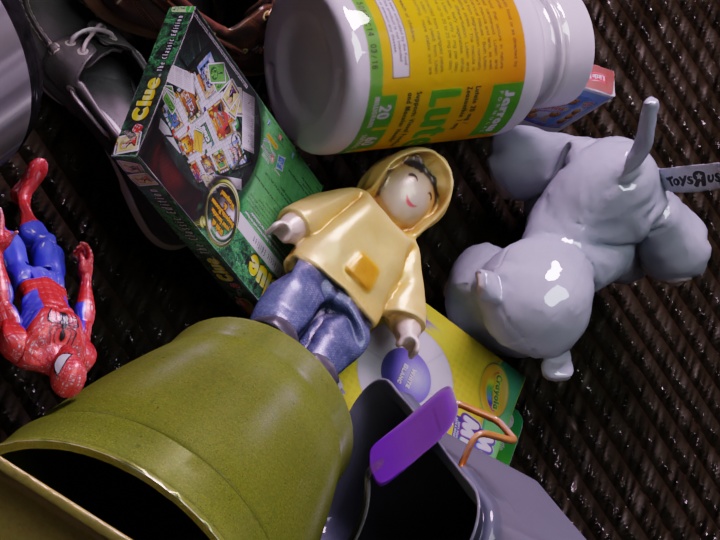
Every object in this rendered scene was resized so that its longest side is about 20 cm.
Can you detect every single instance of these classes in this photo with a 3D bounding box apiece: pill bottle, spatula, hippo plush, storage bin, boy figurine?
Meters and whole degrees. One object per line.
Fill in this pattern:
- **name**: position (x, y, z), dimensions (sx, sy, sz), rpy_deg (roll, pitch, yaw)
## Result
- **pill bottle**: position (0.048, -0.138, 1.437), dimensions (0.199, 0.111, 0.112), rpy_deg (-8, 76, -32)
- **spatula**: position (-0.007, 0.151, 1.291), dimensions (0.021, 0.200, 0.057), rpy_deg (30, 13, -15)
- **hippo plush**: position (0.147, 0.001, 1.497), dimensions (0.159, 0.200, 0.161), rpy_deg (40, 69, -25)
- **storage bin**: position (0.068, 0.162, 1.334), dimensions (0.134, 0.200, 0.146), rpy_deg (23, 101, -27)
- **boy figurine**: position (0.000, 0.000, 1.396), dimensions (0.124, 0.064, 0.200), rpy_deg (46, 52, -10)

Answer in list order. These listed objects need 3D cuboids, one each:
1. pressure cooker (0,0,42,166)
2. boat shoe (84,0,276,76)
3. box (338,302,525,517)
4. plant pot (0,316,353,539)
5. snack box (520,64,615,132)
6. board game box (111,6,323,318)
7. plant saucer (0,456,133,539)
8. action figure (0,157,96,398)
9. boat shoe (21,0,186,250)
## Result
- **pressure cooker**: position (-0.295, -0.090, 1.205), dimensions (0.179, 0.176, 0.200), rpy_deg (50, 47, -3)
- **boat shoe**: position (-0.088, -0.171, 1.431), dimensions (0.200, 0.070, 0.071), rpy_deg (6, 75, -52)
- **box**: position (0.026, 0.080, 1.450), dimensions (0.200, 0.048, 0.118), rpy_deg (37, 54, -20)
- **plant pot**: position (-0.100, 0.128, 1.262), dimensions (0.201, 0.200, 0.193), rpy_deg (50, 39, -8)
- **snack box**: position (0.080, -0.140, 1.564), dimensions (0.199, 0.072, 0.024), rpy_deg (13, 62, -31)
- **board game box**: position (-0.082, -0.059, 1.350), dimensions (0.200, 0.023, 0.105), rpy_deg (55, 45, -52)
- **plant saucer**: position (-0.177, 0.196, 1.156), dimensions (0.200, 0.200, 0.048), rpy_deg (32, 19, 4)
- **action figure**: position (-0.186, 0.001, 1.269), dimensions (0.065, 0.052, 0.200), rpy_deg (17, 33, -35)
- **boat shoe**: position (-0.147, -0.107, 1.395), dimensions (0.067, 0.057, 0.200), rpy_deg (-36, 94, -40)
